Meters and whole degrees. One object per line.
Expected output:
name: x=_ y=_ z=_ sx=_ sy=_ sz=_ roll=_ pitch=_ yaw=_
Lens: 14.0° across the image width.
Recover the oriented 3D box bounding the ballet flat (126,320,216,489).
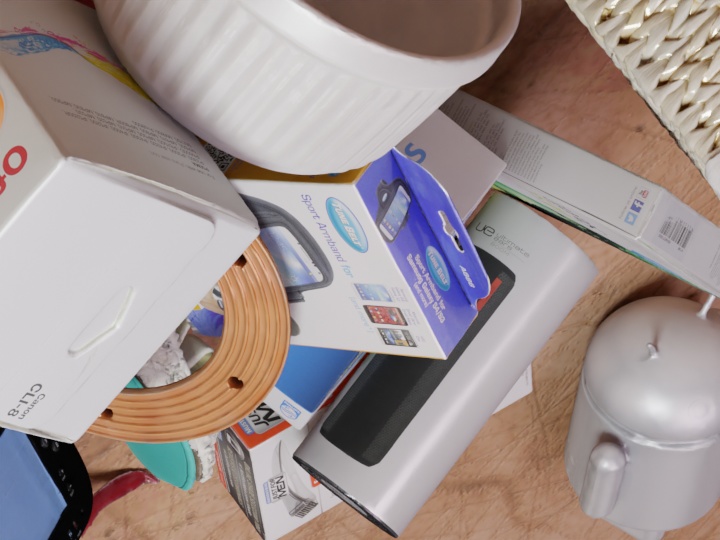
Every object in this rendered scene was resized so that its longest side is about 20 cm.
ballet flat: x=-0.111 y=0.052 z=1.638 sx=0.072 sy=0.072 sz=0.200 roll=-33 pitch=146 yaw=-9

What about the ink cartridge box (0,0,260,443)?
ink cartridge box: x=-0.176 y=-0.047 z=1.339 sx=0.145 sy=0.200 sz=0.145 roll=-49 pitch=146 yaw=15

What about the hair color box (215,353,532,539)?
hair color box: x=0.006 y=0.072 z=1.796 sx=0.200 sy=0.064 sz=0.111 roll=-30 pitch=147 yaw=-16

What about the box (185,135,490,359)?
box: x=-0.029 y=-0.014 z=1.490 sx=0.042 sy=0.200 sz=0.119 roll=-52 pitch=129 yaw=-31

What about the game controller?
game controller: x=-0.194 y=0.131 z=1.562 sx=0.042 sy=0.104 sz=0.200 roll=-28 pitch=-162 yaw=24

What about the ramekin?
ramekin: x=-0.034 y=-0.139 z=1.380 sx=0.200 sy=0.200 sz=0.105 roll=0 pitch=142 yaw=-44

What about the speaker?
speaker: x=0.051 y=0.054 z=1.706 sx=0.200 sy=0.081 sz=0.081 roll=-52 pitch=148 yaw=-6

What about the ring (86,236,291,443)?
ring: x=-0.130 y=0.008 z=1.504 sx=0.019 sy=0.200 sz=0.201 roll=-68 pitch=176 yaw=-48

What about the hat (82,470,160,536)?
hat: x=-0.198 y=0.133 z=1.646 sx=0.176 sy=0.166 sz=0.200 roll=-53 pitch=-167 yaw=-17

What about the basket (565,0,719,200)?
basket: x=0.240 y=-0.125 z=1.554 sx=0.200 sy=0.161 sz=0.198 roll=-42 pitch=157 yaw=5

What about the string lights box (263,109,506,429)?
string lights box: x=0.000 y=0.000 z=1.617 sx=0.103 sy=0.059 sz=0.200 roll=-50 pitch=177 yaw=-30

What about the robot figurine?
robot figurine: x=0.200 y=0.097 z=1.970 sx=0.170 sy=0.113 sz=0.200 roll=-50 pitch=159 yaw=-38

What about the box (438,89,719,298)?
box: x=0.114 y=-0.048 z=1.628 sx=0.144 sy=0.200 sz=0.036 roll=29 pitch=90 yaw=-55
